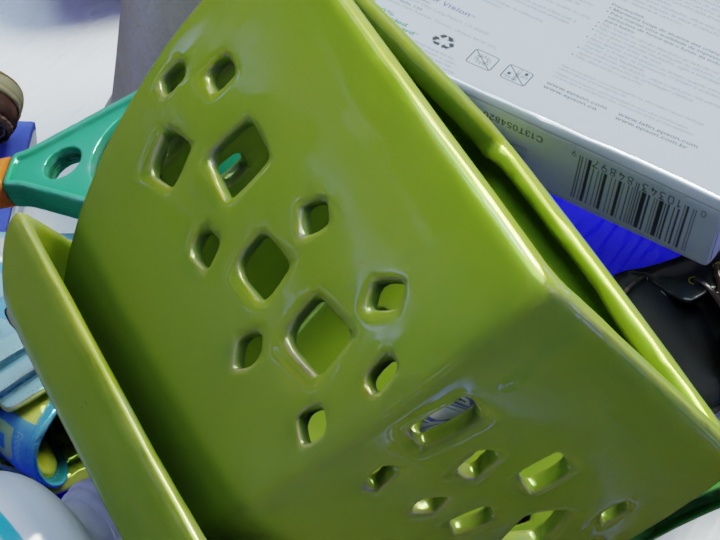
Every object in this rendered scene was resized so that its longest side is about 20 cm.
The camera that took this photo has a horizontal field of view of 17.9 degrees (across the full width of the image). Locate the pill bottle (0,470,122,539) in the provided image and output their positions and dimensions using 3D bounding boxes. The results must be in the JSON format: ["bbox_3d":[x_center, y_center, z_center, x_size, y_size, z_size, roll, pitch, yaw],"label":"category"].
[{"bbox_3d":[-0.160,0.144,0.832,0.199,0.111,0.111,-25,44,-30],"label":"pill bottle"}]

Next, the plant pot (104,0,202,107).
[{"bbox_3d":[-0.042,-0.119,1.123,0.199,0.184,0.201,1,37,-1],"label":"plant pot"}]

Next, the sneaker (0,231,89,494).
[{"bbox_3d":[-0.183,0.042,0.992,0.199,0.080,0.131,-4,36,-6],"label":"sneaker"}]

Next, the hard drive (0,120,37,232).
[{"bbox_3d":[-0.269,-0.034,1.133,0.199,0.025,0.132,2,37,1],"label":"hard drive"}]

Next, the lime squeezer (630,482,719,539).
[{"bbox_3d":[0.078,0.121,0.894,0.199,0.071,0.038,-34,87,0],"label":"lime squeezer"}]

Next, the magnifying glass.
[{"bbox_3d":[-0.143,-0.046,1.054,0.199,0.022,0.080,-11,46,25],"label":"magnifying glass"}]

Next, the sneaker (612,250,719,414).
[{"bbox_3d":[0.160,0.013,0.973,0.075,0.106,0.200,60,33,1],"label":"sneaker"}]

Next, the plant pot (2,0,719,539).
[{"bbox_3d":[-0.007,0.028,0.847,0.181,0.199,0.200,-39,56,10],"label":"plant pot"}]

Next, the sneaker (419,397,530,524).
[{"bbox_3d":[0.014,0.067,0.969,0.199,0.076,0.088,8,38,10],"label":"sneaker"}]

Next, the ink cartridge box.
[{"bbox_3d":[0.109,-0.109,1.030,0.199,0.041,0.200,26,47,16],"label":"ink cartridge box"}]

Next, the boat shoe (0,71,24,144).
[{"bbox_3d":[-0.264,-0.066,1.112,0.199,0.072,0.072,3,66,-17],"label":"boat shoe"}]
